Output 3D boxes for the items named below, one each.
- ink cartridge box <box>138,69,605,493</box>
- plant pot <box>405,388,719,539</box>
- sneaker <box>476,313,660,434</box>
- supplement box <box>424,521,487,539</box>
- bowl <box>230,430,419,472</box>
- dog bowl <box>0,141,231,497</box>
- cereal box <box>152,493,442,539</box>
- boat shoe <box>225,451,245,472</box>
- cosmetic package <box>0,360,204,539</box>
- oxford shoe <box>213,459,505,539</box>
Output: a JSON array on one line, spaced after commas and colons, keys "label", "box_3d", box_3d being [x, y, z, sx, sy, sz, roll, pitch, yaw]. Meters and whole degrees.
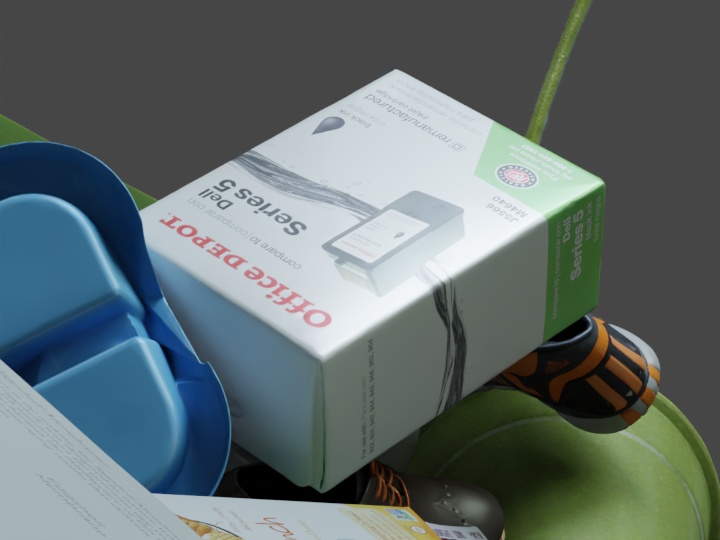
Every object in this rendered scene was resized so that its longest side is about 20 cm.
[{"label": "ink cartridge box", "box_3d": [0.000, 0.000, 1.271, 0.145, 0.084, 0.200, 31, 46, 33]}, {"label": "plant pot", "box_3d": [0.108, 0.175, 1.417, 0.200, 0.200, 0.190, 34, 16, -11]}, {"label": "sneaker", "box_3d": [0.063, 0.018, 1.411, 0.199, 0.078, 0.112, 14, -19, 43]}, {"label": "supplement box", "box_3d": [0.082, 0.210, 1.199, 0.200, 0.061, 0.109, 51, 8, 15]}, {"label": "bowl", "box_3d": [-0.036, 0.040, 1.392, 0.201, 0.090, 0.201, 41, 7, -6]}, {"label": "dog bowl", "box_3d": [-0.129, 0.040, 1.184, 0.201, 0.111, 0.050, 63, -3, 18]}, {"label": "cereal box", "box_3d": [-0.041, 0.133, 1.035, 0.199, 0.040, 0.144, 6, 18, -29]}, {"label": "boat shoe", "box_3d": [-0.081, 0.102, 1.407, 0.200, 0.072, 0.069, 35, -11, 51]}, {"label": "cosmetic package", "box_3d": [-0.145, 0.081, 0.685, 0.199, 0.123, 0.200, 37, 6, 32]}, {"label": "oxford shoe", "box_3d": [0.002, 0.122, 1.277, 0.199, 0.073, 0.071, -2, 50, -40]}]
